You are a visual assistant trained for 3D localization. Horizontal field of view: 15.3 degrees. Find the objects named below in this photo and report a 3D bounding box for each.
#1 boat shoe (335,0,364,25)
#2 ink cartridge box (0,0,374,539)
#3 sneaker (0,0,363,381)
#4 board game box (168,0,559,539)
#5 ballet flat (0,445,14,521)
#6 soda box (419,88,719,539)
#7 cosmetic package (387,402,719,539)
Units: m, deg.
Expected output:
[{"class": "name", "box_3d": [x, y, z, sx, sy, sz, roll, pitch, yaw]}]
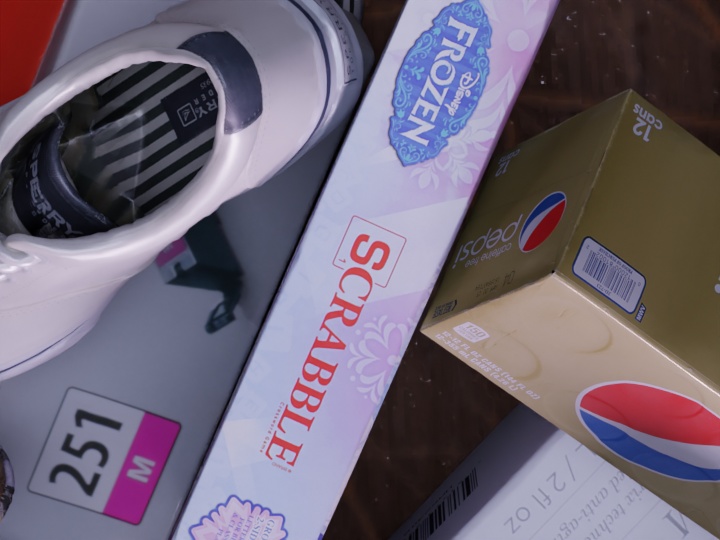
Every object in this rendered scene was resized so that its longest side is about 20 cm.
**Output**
[{"class": "boat shoe", "box_3d": [-0.080, -0.041, 0.890, 0.200, 0.064, 0.071, -41, 92, 4]}, {"class": "ink cartridge box", "box_3d": [-0.113, -0.015, 0.840, 0.173, 0.044, 0.201, 19, 108, -16]}, {"class": "sneaker", "box_3d": [-0.091, -0.022, 0.760, 0.200, 0.071, 0.073, -36, 81, 32]}, {"class": "board game box", "box_3d": [0.000, 0.000, 0.823, 0.041, 0.200, 0.200, 24, 95, -1]}, {"class": "ballet flat", "box_3d": [-0.187, 0.084, 0.838, 0.199, 0.072, 0.072, -4, 95, 21]}, {"class": "soda box", "box_3d": [0.120, 0.037, 0.753, 0.200, 0.068, 0.064, 36, 60, -19]}, {"class": "cosmetic package", "box_3d": [0.093, 0.151, 0.872, 0.200, 0.123, 0.199, 43, 94, -3]}]
